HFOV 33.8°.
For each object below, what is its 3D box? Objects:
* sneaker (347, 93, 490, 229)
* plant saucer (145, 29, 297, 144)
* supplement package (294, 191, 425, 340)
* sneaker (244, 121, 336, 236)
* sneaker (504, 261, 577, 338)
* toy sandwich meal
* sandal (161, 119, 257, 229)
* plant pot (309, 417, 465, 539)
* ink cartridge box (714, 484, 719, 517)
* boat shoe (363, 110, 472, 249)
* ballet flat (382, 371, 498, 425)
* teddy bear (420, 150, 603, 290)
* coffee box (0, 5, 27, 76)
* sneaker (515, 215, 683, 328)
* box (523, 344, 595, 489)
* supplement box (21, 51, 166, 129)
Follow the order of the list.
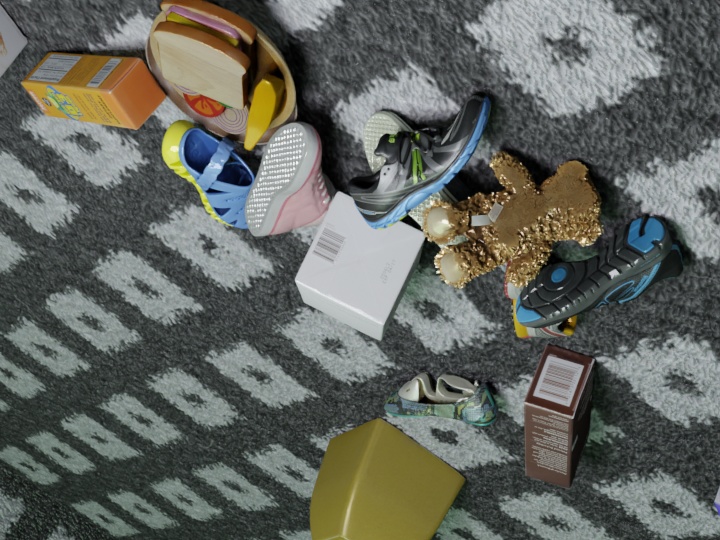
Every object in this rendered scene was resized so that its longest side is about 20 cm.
[{"bbox_3d":[0.062,-0.124,1.290,0.199,0.071,0.083,-38,100,29],"label":"sneaker"},{"bbox_3d":[-0.159,-0.230,1.397,0.198,0.032,0.201,21,148,14],"label":"plant saucer"},{"bbox_3d":[0.000,0.000,1.459,0.119,0.122,0.200,25,172,4],"label":"supplement package"},{"bbox_3d":[-0.065,-0.114,1.444,0.104,0.076,0.201,-7,152,-28],"label":"sneaker"},{"bbox_3d":[0.222,0.014,1.429,0.081,0.078,0.201,5,150,20],"label":"sneaker"},{"bbox_3d":[-0.162,-0.216,1.323,0.203,0.071,0.206,20,148,13],"label":"toy sandwich meal"},{"bbox_3d":[-0.165,-0.112,1.501,0.086,0.080,0.200,12,161,37],"label":"sandal"},{"bbox_3d":[0.023,0.402,2.012,0.195,0.201,0.194,37,148,-13],"label":"plant pot"},{"bbox_3d":[0.501,0.313,1.510,0.043,0.201,0.199,5,142,36],"label":"ink cartridge box"},{"bbox_3d":[0.076,-0.101,1.369,0.074,0.062,0.200,-37,97,31],"label":"boat shoe"},{"bbox_3d":[0.115,0.183,1.768,0.198,0.075,0.074,0,140,35],"label":"ballet flat"},{"bbox_3d":[0.166,-0.053,1.312,0.146,0.199,0.067,55,-176,12],"label":"teddy bear"},{"bbox_3d":[-0.584,-0.290,1.479,0.198,0.199,0.200,-1,138,35],"label":"coffee box"},{"bbox_3d":[0.269,0.020,1.335,0.199,0.074,0.082,-28,134,23],"label":"sneaker"},{"bbox_3d":[0.272,0.204,1.627,0.074,0.101,0.201,16,147,18],"label":"box"},{"bbox_3d":[-0.336,-0.226,1.481,0.199,0.069,0.067,14,148,43],"label":"supplement box"}]
